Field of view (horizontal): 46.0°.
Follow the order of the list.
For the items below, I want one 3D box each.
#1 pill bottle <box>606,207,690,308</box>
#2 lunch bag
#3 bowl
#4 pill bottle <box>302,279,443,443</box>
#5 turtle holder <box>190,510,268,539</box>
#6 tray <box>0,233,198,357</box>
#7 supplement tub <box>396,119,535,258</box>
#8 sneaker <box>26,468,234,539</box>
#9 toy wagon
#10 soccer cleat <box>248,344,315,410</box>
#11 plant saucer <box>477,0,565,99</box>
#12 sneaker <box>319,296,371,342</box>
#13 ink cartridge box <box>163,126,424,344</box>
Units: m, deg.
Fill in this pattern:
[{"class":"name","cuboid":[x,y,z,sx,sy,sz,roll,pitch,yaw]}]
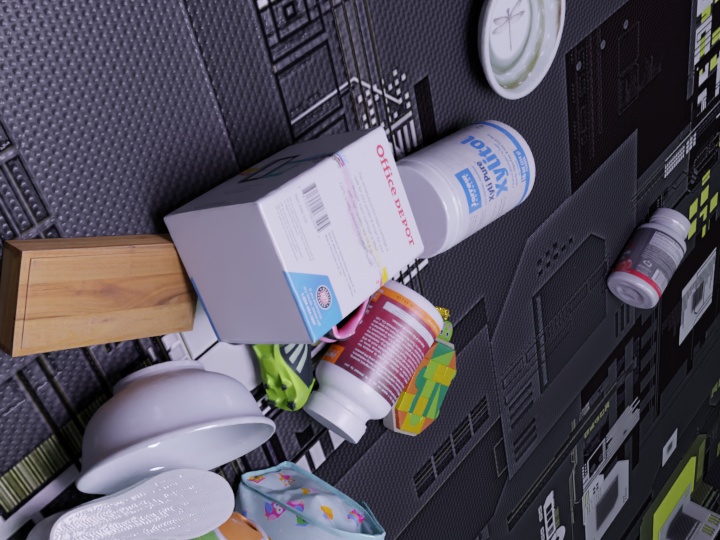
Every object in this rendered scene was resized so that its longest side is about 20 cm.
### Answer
[{"class":"pill bottle","cuboid":[0.609,-0.029,1.773,0.200,0.111,0.111,-55,141,-17]},{"class":"lunch bag","cuboid":[-0.066,0.359,1.060,0.122,0.200,0.171,0,107,-60]},{"class":"bowl","cuboid":[-0.194,0.150,0.862,0.201,0.091,0.201,-18,160,-6]},{"class":"pill bottle","cuboid":[0.014,0.120,1.116,0.200,0.113,0.113,-56,141,-16]},{"class":"turtle holder","cuboid":[-0.173,0.360,0.970,0.131,0.141,0.186,-6,90,-41]},{"class":"tray","cuboid":[-0.242,0.019,0.815,0.200,0.037,0.099,-6,113,-50]},{"class":"supplement tub","cuboid":[0.127,-0.111,1.125,0.200,0.132,0.132,-32,130,-39]},{"class":"sneaker","cuboid":[-0.240,0.255,0.877,0.200,0.115,0.074,-2,74,-40]},{"class":"toy wagon","cuboid":[0.097,0.152,1.296,0.155,0.040,0.200,27,87,-53]},{"class":"soccer cleat","cuboid":[-0.095,0.076,1.012,0.081,0.067,0.201,-56,144,-52]},{"class":"plant saucer","cuboid":[0.213,-0.342,1.180,0.200,0.050,0.201,-25,126,-41]},{"class":"sneaker","cuboid":[0.000,0.000,1.041,0.079,0.095,0.201,22,89,-13]},{"class":"ink cartridge box","cuboid":[-0.061,-0.038,0.870,0.200,0.146,0.147,-38,115,-43]}]
